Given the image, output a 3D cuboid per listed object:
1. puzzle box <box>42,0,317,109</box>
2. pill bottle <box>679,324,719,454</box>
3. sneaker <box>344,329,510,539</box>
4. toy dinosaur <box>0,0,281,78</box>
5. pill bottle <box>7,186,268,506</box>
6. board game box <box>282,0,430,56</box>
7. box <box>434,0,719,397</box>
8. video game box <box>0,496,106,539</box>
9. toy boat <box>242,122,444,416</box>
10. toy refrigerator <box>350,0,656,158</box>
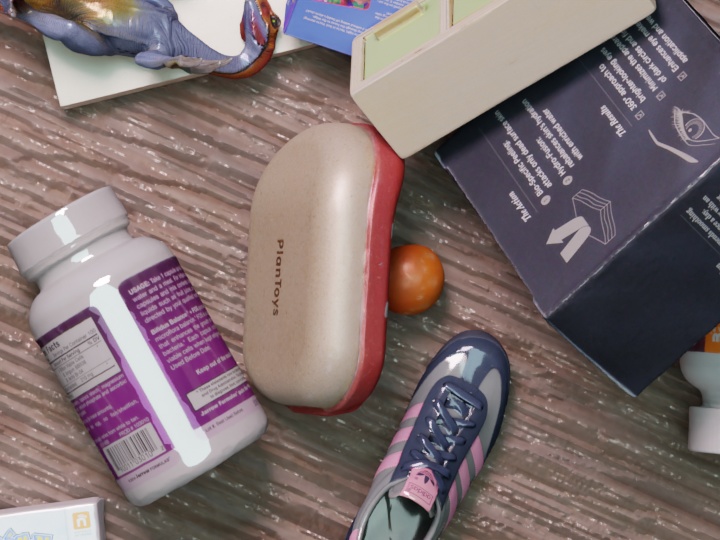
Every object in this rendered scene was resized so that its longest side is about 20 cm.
[{"bbox_3d":[-0.130,-0.200,1.545,0.199,0.025,0.134,-13,88,-3],"label":"puzzle box"},{"bbox_3d":[0.276,0.027,1.513,0.109,0.110,0.202,4,87,-2],"label":"pill bottle"},{"bbox_3d":[0.051,0.135,1.513,0.070,0.082,0.201,25,87,-1],"label":"sneaker"},{"bbox_3d":[-0.153,-0.180,1.507,0.181,0.199,0.106,28,71,-36],"label":"toy dinosaur"},{"bbox_3d":[-0.156,0.049,1.492,0.112,0.112,0.201,-29,90,-3],"label":"pill bottle"},{"bbox_3d":[0.062,-0.196,1.494,0.199,0.045,0.135,17,124,-11],"label":"board game box"},{"bbox_3d":[0.184,-0.063,1.439,0.200,0.197,0.117,-42,130,11],"label":"box"},{"bbox_3d":[-0.266,0.260,1.514,0.199,0.047,0.184,-8,87,-3],"label":"video game box"},{"bbox_3d":[0.000,0.000,1.511,0.130,0.130,0.202,5,88,-33],"label":"toy boat"},{"bbox_3d":[0.090,-0.163,1.443,0.199,0.076,0.070,-30,120,22],"label":"toy refrigerator"}]
